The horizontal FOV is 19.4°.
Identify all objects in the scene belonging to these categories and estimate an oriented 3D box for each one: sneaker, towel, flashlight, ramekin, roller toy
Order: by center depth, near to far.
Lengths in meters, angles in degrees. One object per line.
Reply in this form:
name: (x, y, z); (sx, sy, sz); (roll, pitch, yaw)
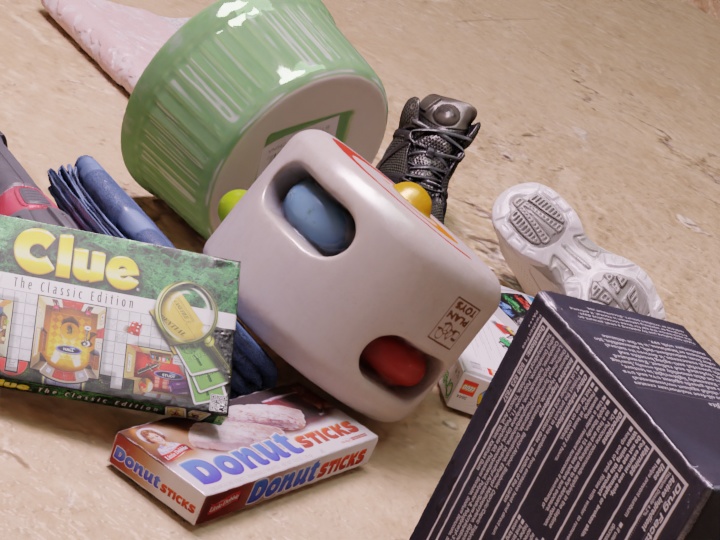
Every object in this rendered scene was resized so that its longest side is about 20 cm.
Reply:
towel: (-0.134, 0.009, 1.404); (0.200, 0.049, 0.112); (46, -2, 41)
flashlight: (-0.245, -0.044, 1.427); (0.200, 0.068, 0.068); (43, -16, 50)
roller toy: (0.000, 0.000, 1.428); (0.200, 0.140, 0.182); (39, 6, -9)
ramekin: (-0.074, -0.109, 1.602); (0.199, 0.201, 0.098); (-1, 39, -51)
sneaker: (0.187, 0.018, 1.768); (0.200, 0.078, 0.099); (53, -13, 18)
sneaker: (0.052, -0.087, 1.814); (0.076, 0.115, 0.200); (22, 22, -4)
towel: (-0.172, -0.195, 1.934); (0.190, 0.032, 0.200); (6, 27, -42)

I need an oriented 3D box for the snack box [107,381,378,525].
snack box: (-0.069, 0.110, 1.301); (0.072, 0.024, 0.200); (33, 21, 23)

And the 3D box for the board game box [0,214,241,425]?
board game box: (-0.172, 0.026, 1.264); (0.199, 0.023, 0.105); (10, 62, -16)

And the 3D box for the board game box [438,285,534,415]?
board game box: (0.111, 0.063, 1.619); (0.126, 0.035, 0.200); (20, 20, -16)

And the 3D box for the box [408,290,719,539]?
box: (0.146, 0.154, 1.193); (0.123, 0.201, 0.199); (13, 24, -31)
